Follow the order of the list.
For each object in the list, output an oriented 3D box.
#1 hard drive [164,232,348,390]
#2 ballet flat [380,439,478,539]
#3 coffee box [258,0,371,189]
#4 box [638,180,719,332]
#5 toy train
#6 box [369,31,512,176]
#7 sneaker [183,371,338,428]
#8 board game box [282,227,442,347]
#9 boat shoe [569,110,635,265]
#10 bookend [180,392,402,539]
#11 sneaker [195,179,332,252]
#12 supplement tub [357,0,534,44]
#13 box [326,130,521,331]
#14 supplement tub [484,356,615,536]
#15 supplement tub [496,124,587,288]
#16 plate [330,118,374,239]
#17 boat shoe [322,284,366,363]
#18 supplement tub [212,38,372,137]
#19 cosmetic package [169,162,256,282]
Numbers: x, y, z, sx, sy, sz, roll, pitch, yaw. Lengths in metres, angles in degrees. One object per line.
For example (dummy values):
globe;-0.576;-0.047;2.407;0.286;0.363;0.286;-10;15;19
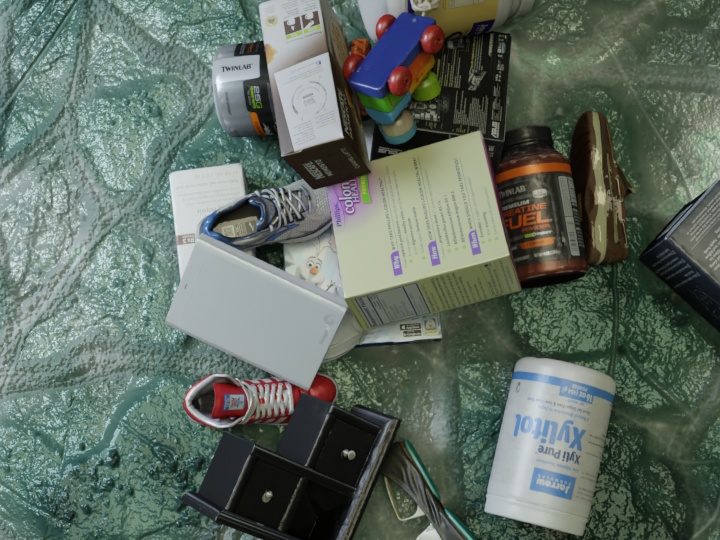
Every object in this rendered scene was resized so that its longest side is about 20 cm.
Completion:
hard drive;-0.129;0.052;1.579;0.199;0.026;0.132;25;118;-1
ballet flat;0.087;0.309;1.623;0.068;0.068;0.200;-38;73;4
coffee box;-0.054;-0.214;1.513;0.079;0.114;0.201;-15;69;14
box;0.475;0.002;1.631;0.200;0.148;0.107;43;83;5
toy train;0.071;-0.254;1.531;0.084;0.116;0.200;21;62;33
box;0.105;-0.219;1.651;0.163;0.086;0.201;8;52;0
sneaker;-0.126;0.162;1.613;0.199;0.112;0.072;-7;82;-2
board game box;0.000;0.000;1.676;0.199;0.043;0.200;-4;81;-1
boat shoe;0.323;-0.108;1.692;0.074;0.075;0.204;1;87;-15
bookend;-0.081;0.232;1.564;0.198;0.092;0.201;30;79;-34
sneaker;-0.108;-0.068;1.596;0.199;0.085;0.077;-22;83;-8
supplement tub;0.106;-0.364;1.617;0.199;0.145;0.146;-13;81;-15
box;0.073;-0.046;1.529;0.199;0.097;0.177;-15;60;8
supplement tub;0.237;0.218;1.602;0.131;0.132;0.201;13;80;1
supplement tub;0.228;-0.083;1.663;0.106;0.107;0.201;-8;81;-2
plate;0.039;-0.125;1.668;0.199;0.032;0.201;-19;64;-8
boat shoe;0.005;0.041;1.604;0.202;0.086;0.075;-36;83;-5
supplement tub;-0.082;-0.241;1.658;0.199;0.123;0.123;-5;81;10
cosmetic package;-0.187;-0.030;1.664;0.101;0.074;0.201;-9;80;-2
